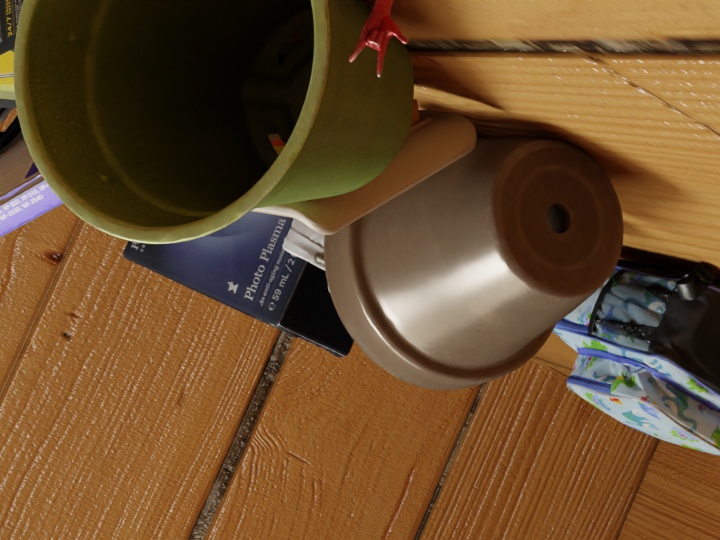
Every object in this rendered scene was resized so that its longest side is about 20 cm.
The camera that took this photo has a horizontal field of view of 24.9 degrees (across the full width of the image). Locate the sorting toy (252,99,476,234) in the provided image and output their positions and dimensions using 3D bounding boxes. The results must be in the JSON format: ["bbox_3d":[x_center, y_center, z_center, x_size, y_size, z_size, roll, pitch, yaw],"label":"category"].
[{"bbox_3d":[-0.048,-0.088,1.125,0.199,0.037,0.185,15,-148,35],"label":"sorting toy"}]

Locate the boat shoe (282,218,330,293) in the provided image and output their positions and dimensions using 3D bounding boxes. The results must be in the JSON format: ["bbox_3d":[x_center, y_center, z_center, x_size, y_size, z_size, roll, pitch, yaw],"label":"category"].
[{"bbox_3d":[0.000,0.000,1.367,0.074,0.065,0.200,35,177,45],"label":"boat shoe"}]

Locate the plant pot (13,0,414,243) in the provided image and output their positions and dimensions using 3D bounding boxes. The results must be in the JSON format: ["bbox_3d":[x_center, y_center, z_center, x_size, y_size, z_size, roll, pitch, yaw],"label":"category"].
[{"bbox_3d":[-0.060,-0.111,0.935,0.199,0.201,0.190,22,-171,27],"label":"plant pot"}]

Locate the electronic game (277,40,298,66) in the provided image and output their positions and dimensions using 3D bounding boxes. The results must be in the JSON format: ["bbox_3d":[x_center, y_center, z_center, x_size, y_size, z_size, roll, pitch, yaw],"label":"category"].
[{"bbox_3d":[-0.076,-0.156,1.297,0.199,0.042,0.200,25,177,2],"label":"electronic game"}]

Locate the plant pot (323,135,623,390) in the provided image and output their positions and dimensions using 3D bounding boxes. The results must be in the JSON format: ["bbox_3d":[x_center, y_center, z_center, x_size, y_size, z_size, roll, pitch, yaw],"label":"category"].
[{"bbox_3d":[0.098,-0.019,1.191,0.200,0.201,0.174,26,160,-23],"label":"plant pot"}]

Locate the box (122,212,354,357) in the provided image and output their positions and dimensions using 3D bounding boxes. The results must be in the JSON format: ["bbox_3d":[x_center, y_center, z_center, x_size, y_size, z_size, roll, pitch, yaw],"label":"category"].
[{"bbox_3d":[-0.076,-0.057,1.458,0.198,0.201,0.123,21,176,35],"label":"box"}]

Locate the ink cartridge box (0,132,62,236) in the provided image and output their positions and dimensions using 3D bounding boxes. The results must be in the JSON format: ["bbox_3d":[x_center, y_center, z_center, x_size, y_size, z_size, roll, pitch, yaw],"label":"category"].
[{"bbox_3d":[-0.245,-0.083,1.303,0.043,0.198,0.200,56,-158,-20],"label":"ink cartridge box"}]

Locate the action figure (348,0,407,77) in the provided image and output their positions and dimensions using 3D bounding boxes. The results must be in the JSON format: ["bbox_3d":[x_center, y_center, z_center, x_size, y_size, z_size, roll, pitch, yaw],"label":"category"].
[{"bbox_3d":[-0.032,-0.153,0.664,0.199,0.099,0.065,22,177,2],"label":"action figure"}]

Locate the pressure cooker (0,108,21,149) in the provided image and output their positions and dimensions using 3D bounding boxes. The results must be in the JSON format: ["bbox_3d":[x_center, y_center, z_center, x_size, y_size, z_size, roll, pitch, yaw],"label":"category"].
[{"bbox_3d":[-0.349,-0.194,1.358,0.200,0.179,0.176,35,145,4],"label":"pressure cooker"}]

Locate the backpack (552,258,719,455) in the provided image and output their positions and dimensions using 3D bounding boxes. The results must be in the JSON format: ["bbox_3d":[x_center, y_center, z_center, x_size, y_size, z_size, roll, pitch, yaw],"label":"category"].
[{"bbox_3d":[0.271,0.072,1.490,0.183,0.147,0.200,29,177,-32],"label":"backpack"}]

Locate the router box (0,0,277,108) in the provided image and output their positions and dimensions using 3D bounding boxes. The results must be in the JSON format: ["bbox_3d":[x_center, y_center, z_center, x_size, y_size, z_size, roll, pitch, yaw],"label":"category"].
[{"bbox_3d":[-0.182,-0.150,1.116,0.199,0.052,0.157,2,170,-41],"label":"router box"}]
